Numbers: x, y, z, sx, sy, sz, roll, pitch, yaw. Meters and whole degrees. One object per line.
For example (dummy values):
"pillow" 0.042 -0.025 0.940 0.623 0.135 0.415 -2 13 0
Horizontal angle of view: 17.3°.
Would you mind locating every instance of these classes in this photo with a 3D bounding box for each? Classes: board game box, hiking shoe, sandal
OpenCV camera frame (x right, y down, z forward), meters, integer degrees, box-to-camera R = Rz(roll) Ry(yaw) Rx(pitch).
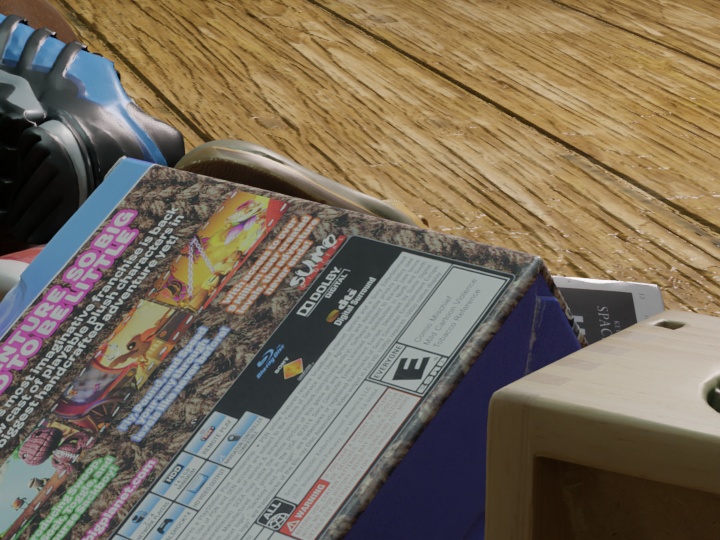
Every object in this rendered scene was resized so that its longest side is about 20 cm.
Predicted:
"board game box" -0.040 0.066 0.760 0.199 0.097 0.160 15 58 44
"hiking shoe" -0.154 -0.077 1.058 0.086 0.075 0.200 -8 41 -38
"sandal" 0.000 0.000 0.984 0.200 0.080 0.054 34 27 -27

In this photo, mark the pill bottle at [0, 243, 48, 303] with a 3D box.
"pill bottle" -0.087 0.033 1.005 0.110 0.111 0.200 10 17 34

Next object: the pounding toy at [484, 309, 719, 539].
"pounding toy" 0.146 0.084 0.628 0.183 0.201 0.142 10 17 33

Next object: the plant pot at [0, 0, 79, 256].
"plant pot" -0.191 -0.027 1.148 0.186 0.188 0.200 -6 31 -22

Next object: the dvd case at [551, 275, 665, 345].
"dvd case" 0.028 0.059 0.902 0.199 0.025 0.151 4 46 -8
